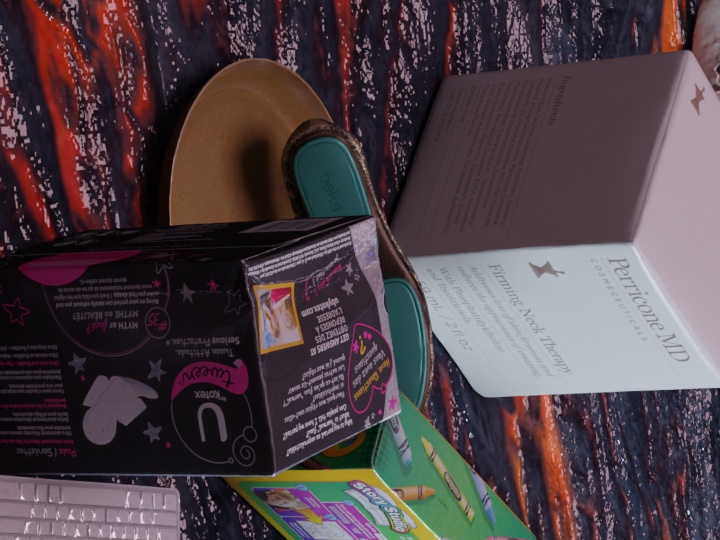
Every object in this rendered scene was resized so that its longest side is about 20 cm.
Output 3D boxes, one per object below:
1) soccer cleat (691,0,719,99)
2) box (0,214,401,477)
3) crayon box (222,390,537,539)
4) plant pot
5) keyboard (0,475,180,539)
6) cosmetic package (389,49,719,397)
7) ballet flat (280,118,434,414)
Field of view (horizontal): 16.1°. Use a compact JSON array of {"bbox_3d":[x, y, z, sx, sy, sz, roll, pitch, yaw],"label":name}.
[{"bbox_3d":[0.300,-0.132,2.097,0.085,0.068,0.202,-9,99,-61],"label":"soccer cleat"},{"bbox_3d":[-0.097,0.041,1.348,0.132,0.199,0.116,-21,106,-55],"label":"box"},{"bbox_3d":[0.013,0.147,1.581,0.200,0.118,0.059,49,49,-44],"label":"crayon box"},{"bbox_3d":[-0.066,-0.029,1.561,0.200,0.027,0.202,10,79,-57],"label":"plant pot"},{"bbox_3d":[-0.169,0.138,1.343,0.199,0.011,0.057,10,80,-46],"label":"keyboard"},{"bbox_3d":[0.151,-0.029,1.736,0.168,0.199,0.167,52,47,-40],"label":"cosmetic package"},{"bbox_3d":[0.000,0.000,1.577,0.075,0.067,0.201,-98,171,-80],"label":"ballet flat"}]
